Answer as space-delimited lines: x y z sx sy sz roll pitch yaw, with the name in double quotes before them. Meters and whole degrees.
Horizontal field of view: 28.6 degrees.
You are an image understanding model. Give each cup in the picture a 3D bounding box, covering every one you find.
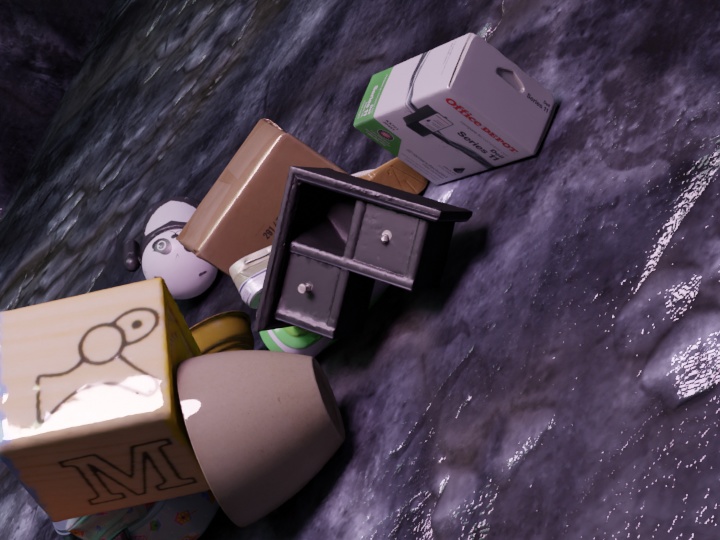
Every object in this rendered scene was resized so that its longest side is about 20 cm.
"cup" -0.101 0.169 1.589 0.143 0.200 0.200 -22 31 5

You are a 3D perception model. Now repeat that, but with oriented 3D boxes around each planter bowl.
"planter bowl" -0.198 0.151 1.831 0.200 0.083 0.200 -36 -20 -15

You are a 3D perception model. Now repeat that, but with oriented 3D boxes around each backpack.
"backpack" -0.262 0.274 1.763 0.200 0.153 0.176 -29 31 28

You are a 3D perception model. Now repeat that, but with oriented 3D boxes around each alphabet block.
"alphabet block" -0.292 0.151 1.627 0.200 0.196 0.196 -11 56 4

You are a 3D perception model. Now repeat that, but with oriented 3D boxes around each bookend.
"bookend" 0.000 0.000 1.621 0.198 0.092 0.200 19 101 25

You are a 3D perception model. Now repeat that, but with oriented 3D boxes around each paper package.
"paper package" -0.103 -0.066 1.852 0.200 0.191 0.103 -55 27 1

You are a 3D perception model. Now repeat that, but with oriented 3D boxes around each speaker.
"speaker" -0.034 0.027 1.739 0.200 0.088 0.089 -45 26 21

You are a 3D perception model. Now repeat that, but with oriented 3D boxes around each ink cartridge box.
"ink cartridge box" 0.110 -0.187 1.676 0.200 0.147 0.083 -15 47 56

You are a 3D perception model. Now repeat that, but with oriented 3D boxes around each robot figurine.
"robot figurine" -0.284 -0.041 2.227 0.150 0.125 0.200 -45 25 19

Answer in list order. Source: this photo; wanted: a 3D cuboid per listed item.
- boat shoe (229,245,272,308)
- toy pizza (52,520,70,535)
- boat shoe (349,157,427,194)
"boat shoe" -0.072 -0.022 1.784 0.200 0.062 0.072 -26 -24 -24
"toy pizza" -0.391 0.304 2.095 0.200 0.032 0.200 -41 29 29
"boat shoe" -0.009 -0.086 1.782 0.200 0.071 0.069 -22 -1 -27
